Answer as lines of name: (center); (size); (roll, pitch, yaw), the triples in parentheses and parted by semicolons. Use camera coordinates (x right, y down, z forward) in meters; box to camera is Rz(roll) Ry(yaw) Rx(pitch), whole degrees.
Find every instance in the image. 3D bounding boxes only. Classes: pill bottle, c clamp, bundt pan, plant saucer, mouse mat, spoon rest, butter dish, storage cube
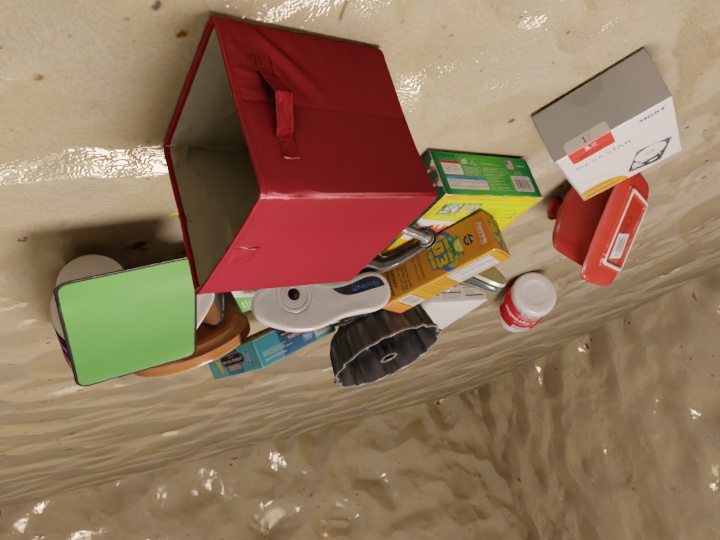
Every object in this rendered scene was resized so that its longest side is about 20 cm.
pill bottle: (-0.350, 0.065, 0.803); (0.109, 0.113, 0.201); (-9, 155, -24)
c clamp: (0.042, -0.039, 0.780); (0.169, 0.027, 0.199); (-31, 160, 17)
bundt pan: (0.033, 0.116, 1.013); (0.199, 0.077, 0.203); (-22, 153, -12)
plant saucer: (-0.278, 0.110, 0.973); (0.196, 0.033, 0.201); (-13, -162, 4)
mouse mat: (-0.279, 0.067, 0.741); (0.158, 0.008, 0.202); (-14, 141, -28)
spoon rest: (-0.254, 0.071, 0.812); (0.098, 0.061, 0.201); (-12, 154, -31)
butter dish: (0.399, -0.090, 1.054); (0.199, 0.146, 0.203); (10, 102, -54)
storage cube: (-0.064, -0.095, 0.563); (0.177, 0.174, 0.200); (-4, 155, -35)
pill bottle: (0.427, 0.092, 1.568); (0.110, 0.114, 0.201); (-15, 159, -8)

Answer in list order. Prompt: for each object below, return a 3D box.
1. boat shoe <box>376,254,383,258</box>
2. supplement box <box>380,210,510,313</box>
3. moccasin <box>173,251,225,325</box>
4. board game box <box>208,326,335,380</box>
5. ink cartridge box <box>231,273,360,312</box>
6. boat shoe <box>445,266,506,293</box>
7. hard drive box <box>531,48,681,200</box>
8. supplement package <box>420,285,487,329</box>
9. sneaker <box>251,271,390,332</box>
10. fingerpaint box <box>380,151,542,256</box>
boat shoe: (0.004, -0.003, 0.995); (0.200, 0.076, 0.074); (8, 148, -46)
supplement box: (0.114, -0.009, 0.881); (0.198, 0.068, 0.068); (-29, 155, 23)
moccasin: (-0.238, 0.030, 0.878); (0.076, 0.075, 0.202); (0, 160, -8)
board game box: (-0.157, 0.125, 1.023); (0.150, 0.048, 0.199); (-24, -179, -38)
ink cartridge box: (-0.092, -0.027, 0.840); (0.196, 0.085, 0.146); (-17, 160, -8)
boat shoe: (0.141, 0.000, 0.981); (0.073, 0.197, 0.063); (-28, 137, -58)
hard drive box: (0.344, -0.189, 0.827); (0.154, 0.078, 0.199); (-29, 157, 25)
supplement package: (0.115, 0.046, 1.172); (0.197, 0.113, 0.155); (0, 152, -39)
sneaker: (-0.063, 0.056, 0.850); (0.196, 0.075, 0.112); (-6, 165, -22)
fingerpaint box: (0.138, -0.094, 0.888); (0.197, 0.075, 0.167); (-4, 154, -35)
